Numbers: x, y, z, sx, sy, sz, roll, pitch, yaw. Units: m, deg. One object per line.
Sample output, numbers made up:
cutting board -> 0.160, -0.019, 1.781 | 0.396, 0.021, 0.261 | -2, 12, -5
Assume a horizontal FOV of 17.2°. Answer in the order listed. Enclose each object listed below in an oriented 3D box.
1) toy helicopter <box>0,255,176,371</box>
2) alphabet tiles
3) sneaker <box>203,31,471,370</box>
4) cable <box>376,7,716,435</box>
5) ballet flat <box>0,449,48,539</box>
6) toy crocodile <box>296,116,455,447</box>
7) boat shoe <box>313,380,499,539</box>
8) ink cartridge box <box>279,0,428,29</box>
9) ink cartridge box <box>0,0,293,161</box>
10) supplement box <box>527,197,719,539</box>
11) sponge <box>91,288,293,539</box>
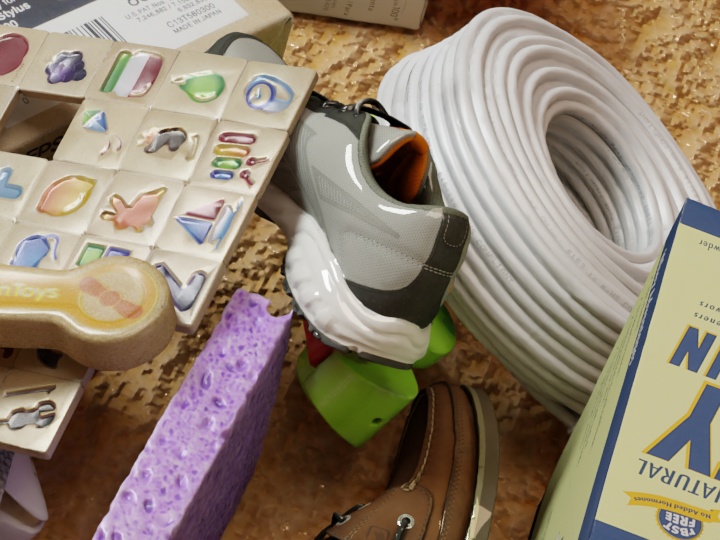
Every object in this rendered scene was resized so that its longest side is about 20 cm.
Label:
toy helicopter -> -0.168, 0.006, 0.935 | 0.198, 0.079, 0.133 | 3, 45, 7
alphabet tiles -> -0.127, -0.016, 0.975 | 0.166, 0.008, 0.201 | 10, 58, 24
sneaker -> -0.009, -0.045, 1.006 | 0.074, 0.080, 0.200 | 17, 27, -40
cable -> 0.093, -0.026, 1.091 | 0.200, 0.069, 0.201 | 38, 34, -25
ballet flat -> -0.161, 0.106, 0.946 | 0.071, 0.072, 0.201 | 14, 46, -6
toy crocodile -> 0.000, 0.000, 1.073 | 0.062, 0.067, 0.201 | 35, 37, -30
boat shoe -> 0.012, 0.120, 0.975 | 0.067, 0.072, 0.201 | 15, 45, -6
ink cartridge box -> 0.027, -0.213, 1.312 | 0.172, 0.044, 0.201 | 8, 46, -13
ink cartridge box -> -0.159, -0.112, 1.134 | 0.199, 0.075, 0.165 | -31, 64, -36
supplement box -> 0.136, 0.125, 0.922 | 0.133, 0.201, 0.201 | 21, 45, 1
sponge -> -0.082, 0.111, 0.925 | 0.030, 0.112, 0.201 | 22, 45, 6
